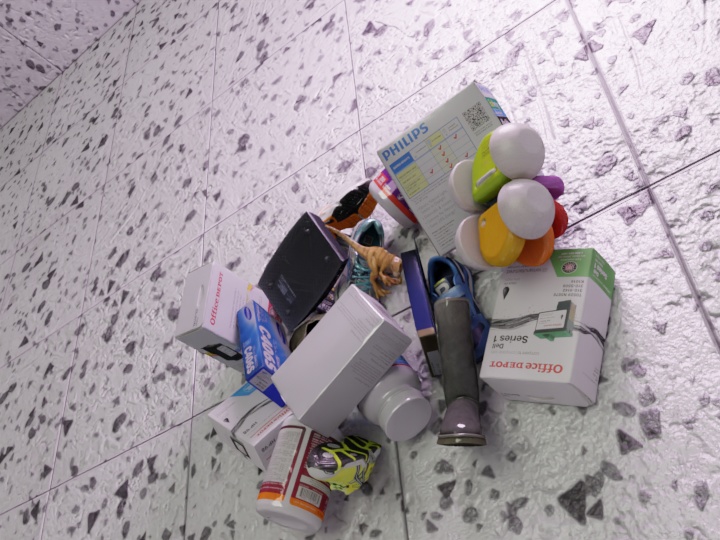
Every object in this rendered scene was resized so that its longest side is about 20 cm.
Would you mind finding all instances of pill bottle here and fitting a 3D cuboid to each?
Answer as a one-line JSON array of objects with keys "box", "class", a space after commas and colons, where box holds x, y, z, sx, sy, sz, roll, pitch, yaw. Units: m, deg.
[{"box": [-0.088, 0.301, 1.182, 0.109, 0.110, 0.202, -10, 50, 38], "class": "pill bottle"}, {"box": [0.116, -0.182, 1.340, 0.200, 0.112, 0.113, -46, 42, 9], "class": "pill bottle"}, {"box": [0.029, 0.175, 1.186, 0.109, 0.108, 0.200, -49, 41, 6], "class": "pill bottle"}]

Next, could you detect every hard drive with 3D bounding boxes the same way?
[{"box": [-0.104, 0.003, 1.356, 0.135, 0.042, 0.200, 53, 126, 21], "class": "hard drive"}]

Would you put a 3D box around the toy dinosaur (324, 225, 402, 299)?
[{"box": [0.026, -0.018, 1.234, 0.060, 0.107, 0.199, -27, 28, -25], "class": "toy dinosaur"}]

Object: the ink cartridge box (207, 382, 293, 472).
[{"box": [-0.165, 0.274, 1.300, 0.116, 0.067, 0.199, -38, 33, -29], "class": "ink cartridge box"}]

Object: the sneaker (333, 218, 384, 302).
[{"box": [0.000, 0.000, 1.314, 0.086, 0.077, 0.203, 132, 146, -77], "class": "sneaker"}]

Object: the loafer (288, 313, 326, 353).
[{"box": [-0.080, 0.112, 1.321, 0.200, 0.069, 0.076, -35, 70, 48], "class": "loafer"}]

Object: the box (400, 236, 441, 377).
[{"box": [0.099, 0.055, 1.192, 0.032, 0.122, 0.202, -13, 50, 7], "class": "box"}]

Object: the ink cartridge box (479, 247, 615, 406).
[{"box": [0.265, 0.078, 1.047, 0.145, 0.084, 0.202, -4, 60, 42], "class": "ink cartridge box"}]

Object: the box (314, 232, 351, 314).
[{"box": [-0.072, 0.000, 1.444, 0.199, 0.049, 0.162, 20, 79, 47], "class": "box"}]

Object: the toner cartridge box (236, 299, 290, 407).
[{"box": [-0.169, 0.145, 1.327, 0.043, 0.095, 0.201, -38, 33, 10], "class": "toner cartridge box"}]

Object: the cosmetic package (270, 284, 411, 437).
[{"box": [-0.031, 0.137, 1.126, 0.200, 0.081, 0.113, -49, 41, 6], "class": "cosmetic package"}]

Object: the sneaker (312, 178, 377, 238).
[{"box": [-0.053, -0.109, 1.420, 0.200, 0.076, 0.092, -43, 37, 5], "class": "sneaker"}]

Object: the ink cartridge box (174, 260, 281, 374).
[{"box": [-0.250, 0.095, 1.432, 0.082, 0.200, 0.147, -20, 51, 32], "class": "ink cartridge box"}]

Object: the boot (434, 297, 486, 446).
[{"box": [0.138, 0.138, 1.035, 0.072, 0.182, 0.203, 1, 85, 4], "class": "boot"}]

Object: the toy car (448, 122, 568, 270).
[{"box": [0.223, -0.099, 1.046, 0.175, 0.148, 0.203, 138, 132, -60], "class": "toy car"}]

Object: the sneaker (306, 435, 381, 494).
[{"box": [-0.021, 0.298, 1.103, 0.075, 0.200, 0.077, 13, 88, 25], "class": "sneaker"}]

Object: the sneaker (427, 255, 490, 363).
[{"box": [0.150, 0.059, 1.171, 0.074, 0.082, 0.201, -33, 46, 19], "class": "sneaker"}]

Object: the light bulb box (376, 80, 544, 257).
[{"box": [0.168, -0.164, 1.196, 0.197, 0.125, 0.201, -33, 87, 21], "class": "light bulb box"}]
